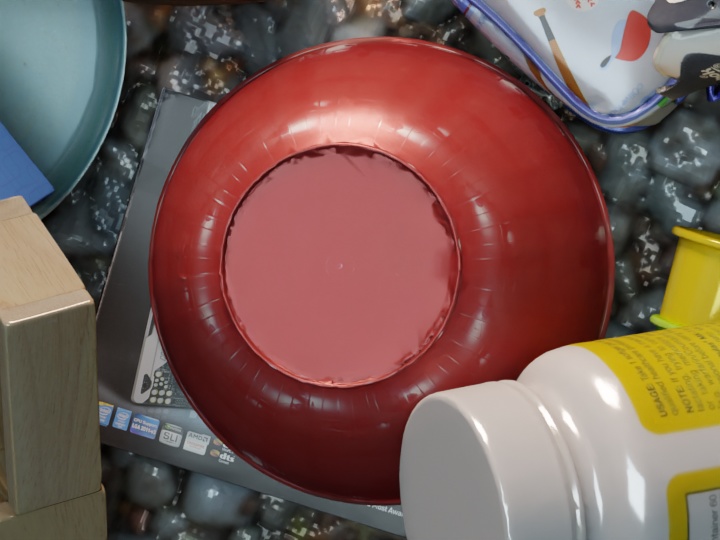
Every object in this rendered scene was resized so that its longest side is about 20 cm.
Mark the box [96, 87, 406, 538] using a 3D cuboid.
[{"bbox_3d":[-0.011,0.023,1.162,0.200,0.050,0.158,17,92,9],"label":"box"}]

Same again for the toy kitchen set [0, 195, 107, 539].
[{"bbox_3d":[-0.228,0.064,1.105,0.200,0.163,0.181,-16,131,-22],"label":"toy kitchen set"}]

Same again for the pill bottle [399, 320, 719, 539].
[{"bbox_3d":[0.124,0.079,1.038,0.200,0.114,0.115,-8,88,-23],"label":"pill bottle"}]

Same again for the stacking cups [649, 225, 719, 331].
[{"bbox_3d":[0.139,0.085,1.138,0.060,0.061,0.200,13,95,8],"label":"stacking cups"}]

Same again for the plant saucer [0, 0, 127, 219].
[{"bbox_3d":[-0.199,-0.102,1.204,0.200,0.027,0.201,0,90,8],"label":"plant saucer"}]

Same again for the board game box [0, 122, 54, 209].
[{"bbox_3d":[-0.250,-0.068,1.153,0.152,0.045,0.200,-37,93,29],"label":"board game box"}]

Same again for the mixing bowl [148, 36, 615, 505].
[{"bbox_3d":[0.000,0.000,1.082,0.200,0.108,0.201,0,90,9],"label":"mixing bowl"}]

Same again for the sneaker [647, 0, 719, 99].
[{"bbox_3d":[0.178,-0.091,1.029,0.130,0.079,0.199,-44,55,17],"label":"sneaker"}]

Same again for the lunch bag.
[{"bbox_3d":[0.123,-0.158,1.132,0.160,0.076,0.200,44,95,4],"label":"lunch bag"}]

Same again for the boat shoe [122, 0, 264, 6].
[{"bbox_3d":[-0.123,-0.153,1.143,0.200,0.072,0.068,10,93,11],"label":"boat shoe"}]
